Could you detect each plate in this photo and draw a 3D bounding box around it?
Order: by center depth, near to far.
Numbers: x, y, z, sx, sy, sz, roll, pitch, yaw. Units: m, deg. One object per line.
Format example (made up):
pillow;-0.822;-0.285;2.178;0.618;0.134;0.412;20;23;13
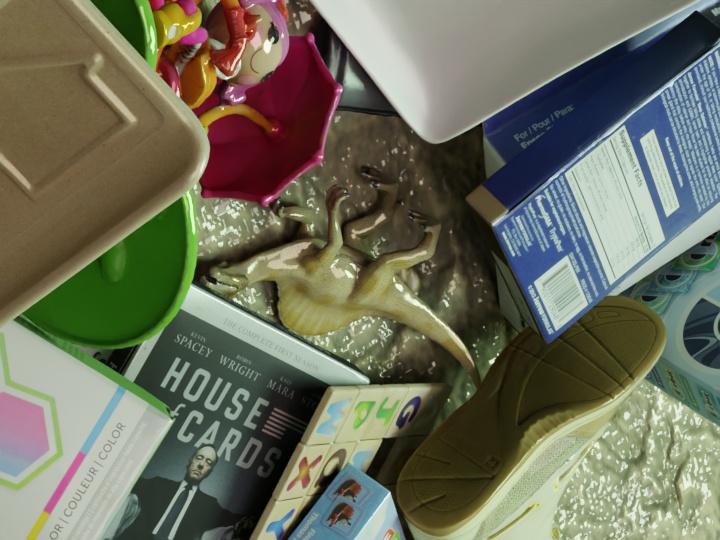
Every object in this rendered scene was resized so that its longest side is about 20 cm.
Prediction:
plate;0.051;-0.181;0.923;0.200;0.199;0.032;49;38;-18

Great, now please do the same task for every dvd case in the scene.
dvd case;-0.098;0.114;0.980;0.150;0.025;0.201;29;92;-40

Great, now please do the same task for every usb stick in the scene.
usb stick;0.060;-0.109;1.047;0.199;0.033;0.056;4;108;-32

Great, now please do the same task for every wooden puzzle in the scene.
wooden puzzle;-0.185;-0.078;0.786;0.185;0.046;0.200;-33;107;26

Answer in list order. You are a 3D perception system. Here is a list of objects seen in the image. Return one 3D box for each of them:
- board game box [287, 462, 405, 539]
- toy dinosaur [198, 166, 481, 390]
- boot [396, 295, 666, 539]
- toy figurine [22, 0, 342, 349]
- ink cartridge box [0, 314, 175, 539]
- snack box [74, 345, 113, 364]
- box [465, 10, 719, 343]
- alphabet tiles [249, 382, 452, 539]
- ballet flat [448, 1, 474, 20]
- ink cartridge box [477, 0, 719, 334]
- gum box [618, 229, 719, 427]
board game box;-0.045;0.221;1.046;0.200;0.036;0.152;-52;156;-18
toy dinosaur;0.000;0.000;1.053;0.199;0.058;0.102;17;115;-30
boot;0.107;0.118;1.121;0.200;0.072;0.155;-41;148;-20
toy figurine;-0.084;-0.088;0.897;0.184;0.149;0.201;-34;141;-49
ink cartridge box;-0.199;0.060;0.879;0.199;0.059;0.104;33;88;-8
snack box;-0.161;0.102;0.984;0.200;0.053;0.143;38;85;-35
box;0.157;-0.060;1.034;0.200;0.032;0.121;-38;140;-6
alphabet tiles;-0.025;0.153;1.057;0.201;0.008;0.167;-63;157;10
ballet flat;0.036;-0.209;0.984;0.063;0.076;0.202;-6;111;5
ink cartridge box;0.162;-0.075;1.082;0.199;0.041;0.201;-31;140;-17
gum box;0.263;0.024;1.119;0.170;0.200;0.045;-38;124;-12
